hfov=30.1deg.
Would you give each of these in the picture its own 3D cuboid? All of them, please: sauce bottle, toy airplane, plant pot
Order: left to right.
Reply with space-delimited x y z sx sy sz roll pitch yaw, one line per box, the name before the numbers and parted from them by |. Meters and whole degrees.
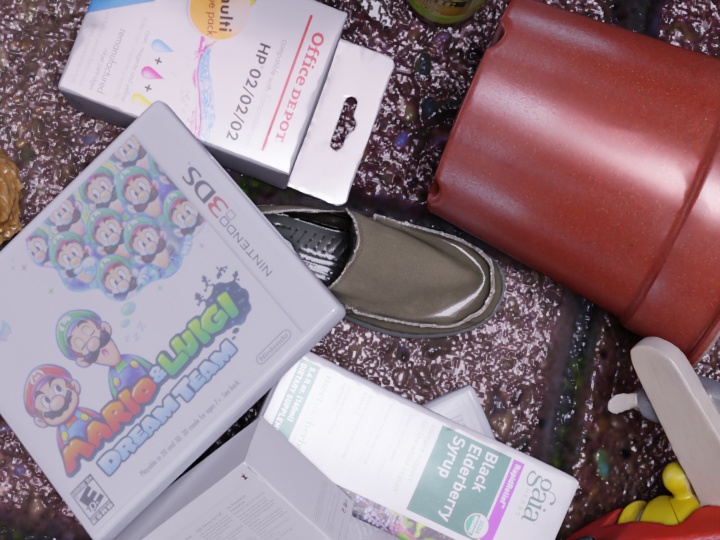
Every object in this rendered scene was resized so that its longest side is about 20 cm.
sauce bottle | 0.064 -0.206 0.837 0.064 0.200 0.066 0 85 -3
plant pot | 0.157 -0.069 0.849 0.194 0.201 0.202 24 83 5
toy airplane | 0.230 0.155 0.823 0.198 0.141 0.202 24 121 18

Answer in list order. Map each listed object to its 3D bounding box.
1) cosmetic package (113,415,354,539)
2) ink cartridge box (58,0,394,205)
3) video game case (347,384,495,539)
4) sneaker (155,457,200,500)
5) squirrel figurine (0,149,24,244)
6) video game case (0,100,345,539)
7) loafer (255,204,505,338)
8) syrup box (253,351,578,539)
cosmetic package | -0.102 0.175 0.806 0.199 0.051 0.083 -38 109 27
ink cartridge box | -0.082 -0.131 0.881 0.198 0.068 0.116 20 84 -4
video game case | 0.031 0.204 0.890 0.180 0.023 0.202 -23 89 -8
sneaker | -0.144 0.051 0.855 0.069 0.078 0.202 -18 88 -7
squirrel figurine | -0.299 -0.032 0.793 0.140 0.201 0.188 -1 49 32
video game case | -0.137 0.028 0.807 0.200 0.024 0.182 -43 72 3
loafer | 0.000 0.000 0.878 0.198 0.070 0.076 8 84 -5
syrup box | 0.028 0.123 0.843 0.198 0.081 0.079 26 85 -3
